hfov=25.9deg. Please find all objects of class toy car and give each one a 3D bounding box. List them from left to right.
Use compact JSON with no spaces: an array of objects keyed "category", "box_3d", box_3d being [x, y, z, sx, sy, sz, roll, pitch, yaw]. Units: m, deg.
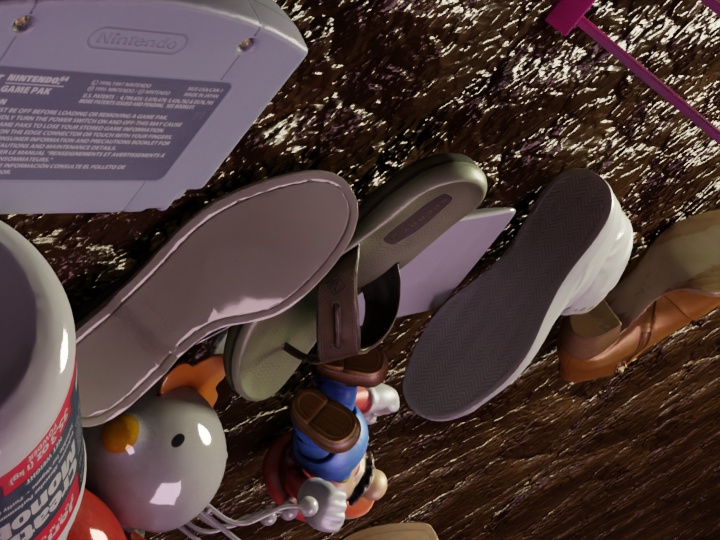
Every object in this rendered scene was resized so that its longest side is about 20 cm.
[{"category":"toy car","box_3d":[-0.145,0.123,0.914,0.201,0.184,0.177,-57,159,-11]}]

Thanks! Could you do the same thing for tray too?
[{"category":"tray","box_3d":[0.000,0.000,0.979,0.199,0.022,0.108,-11,150,-41]}]

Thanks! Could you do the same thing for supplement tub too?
[{"category":"supplement tub","box_3d":[-0.198,0.073,0.723,0.140,0.141,0.200,-23,156,-19]}]

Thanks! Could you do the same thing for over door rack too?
[{"category":"over door rack","box_3d":[-0.051,0.201,1.057,0.067,0.200,0.148,-40,-179,-18]}]

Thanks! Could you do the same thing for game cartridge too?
[{"category":"game cartridge","box_3d":[-0.120,-0.077,0.657,0.199,0.042,0.133,-3,139,-49]}]

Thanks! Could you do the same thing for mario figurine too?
[{"category":"mario figurine","box_3d":[-0.005,0.128,1.119,0.123,0.106,0.200,-27,158,-18]}]

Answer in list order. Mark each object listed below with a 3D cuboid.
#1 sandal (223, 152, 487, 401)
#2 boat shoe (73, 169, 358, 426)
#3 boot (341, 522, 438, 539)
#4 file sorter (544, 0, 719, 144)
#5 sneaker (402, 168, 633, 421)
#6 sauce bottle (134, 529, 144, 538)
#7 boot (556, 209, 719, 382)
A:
[{"category":"sandal","box_3d":[-0.003,0.013,0.898,0.201,0.058,0.080,-42,155,21]},{"category":"boat shoe","box_3d":[-0.093,0.006,0.856,0.200,0.073,0.063,-36,-160,-3]},{"category":"boot","box_3d":[-0.023,0.319,1.549,0.199,0.071,0.146,-23,162,-17]},{"category":"file sorter","box_3d":[0.204,-0.168,0.698,0.200,0.125,0.139,-50,-178,35]},{"category":"sneaker","box_3d":[0.119,0.030,1.089,0.200,0.074,0.115,-50,155,5]},{"category":"sauce bottle","box_3d":[-0.238,0.202,1.032,0.199,0.065,0.065,-32,157,2]},{"category":"boot","box_3d":[0.250,0.022,1.296,0.200,0.071,0.144,-27,163,-3]}]
